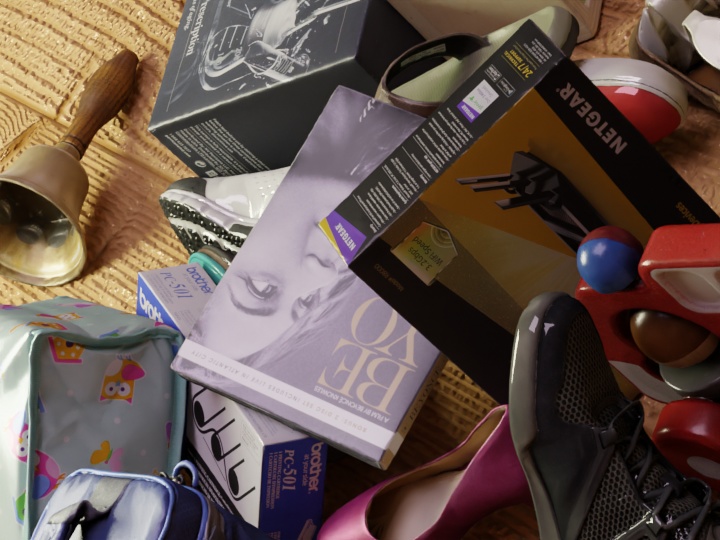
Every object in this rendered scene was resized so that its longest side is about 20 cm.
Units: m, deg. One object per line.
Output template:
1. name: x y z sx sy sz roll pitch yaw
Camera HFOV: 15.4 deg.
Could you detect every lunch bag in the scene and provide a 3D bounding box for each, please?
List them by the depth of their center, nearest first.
1. lunch bag: -0.124 0.198 1.431 0.136 0.132 0.200 -1 63 52
2. lunch bag: -0.185 0.124 1.634 0.170 0.122 0.201 10 101 61

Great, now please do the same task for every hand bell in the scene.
1. hand bell: -0.209 -0.094 1.940 0.104 0.104 0.200 -15 36 38

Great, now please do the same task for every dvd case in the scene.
1. dvd case: 0.000 0.000 1.527 0.148 0.016 0.200 23 75 27

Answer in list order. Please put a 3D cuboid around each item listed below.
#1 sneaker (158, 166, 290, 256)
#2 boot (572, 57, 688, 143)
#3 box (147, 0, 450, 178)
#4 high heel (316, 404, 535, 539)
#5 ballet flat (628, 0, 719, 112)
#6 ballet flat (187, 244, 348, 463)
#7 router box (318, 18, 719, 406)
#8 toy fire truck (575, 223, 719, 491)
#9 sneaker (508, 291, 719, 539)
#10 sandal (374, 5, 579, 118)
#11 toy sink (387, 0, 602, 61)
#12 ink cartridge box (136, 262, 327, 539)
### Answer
1. sneaker: -0.052 -0.033 1.727 0.200 0.074 0.080 14 53 46
2. boot: 0.103 -0.040 1.561 0.200 0.072 0.145 -19 45 46
3. box: -0.024 -0.164 1.778 0.182 0.104 0.200 -16 47 35
4. high heel: 0.036 0.118 1.456 0.200 0.096 0.068 -12 51 39
5. ballet flat: 0.202 -0.128 1.533 0.068 0.072 0.200 -45 35 3
6. ballet flat: -0.040 0.049 1.631 0.068 0.068 0.200 -13 41 -22
7. router box: 0.100 -0.012 1.422 0.157 0.200 0.052 -44 35 6
8. toy fire truck: 0.193 0.027 1.315 0.200 0.168 0.112 1 57 46
9. sneaker: 0.139 0.103 1.308 0.114 0.200 0.076 -5 13 34
10. sandal: 0.047 -0.112 1.593 0.201 0.057 0.080 -32 36 40
11. toy sink: 0.065 -0.240 1.674 0.112 0.200 0.131 -17 45 36
12. ink cartridge box: -0.081 0.086 1.598 0.044 0.094 0.200 -10 34 -23
